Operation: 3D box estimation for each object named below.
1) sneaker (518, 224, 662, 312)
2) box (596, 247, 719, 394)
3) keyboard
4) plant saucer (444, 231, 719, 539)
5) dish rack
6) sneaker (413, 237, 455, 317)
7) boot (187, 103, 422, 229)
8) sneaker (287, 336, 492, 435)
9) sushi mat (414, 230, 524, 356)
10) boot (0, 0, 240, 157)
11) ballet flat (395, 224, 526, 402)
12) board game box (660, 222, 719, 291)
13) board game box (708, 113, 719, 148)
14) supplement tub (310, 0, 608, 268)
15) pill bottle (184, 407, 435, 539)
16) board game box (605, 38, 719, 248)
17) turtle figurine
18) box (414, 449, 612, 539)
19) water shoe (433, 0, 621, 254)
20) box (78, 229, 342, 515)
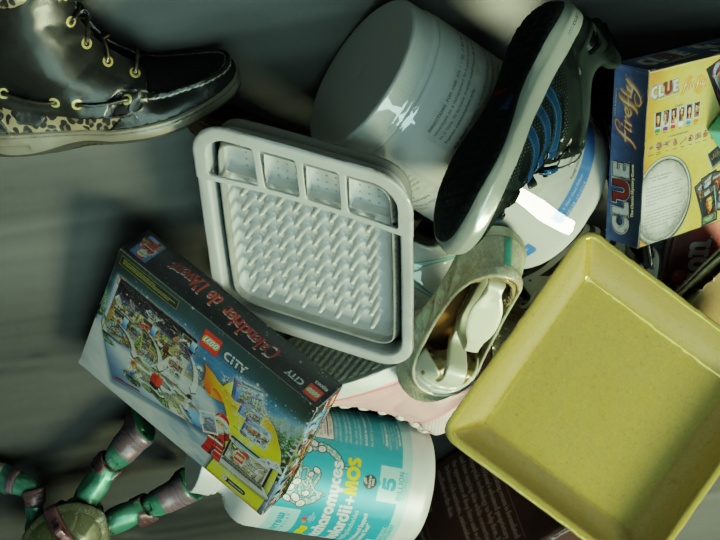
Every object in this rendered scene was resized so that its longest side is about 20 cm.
[{"bbox_3d":[0.155,0.047,1.409,0.115,0.076,0.201,24,104,-13],"label":"sneaker"},{"bbox_3d":[0.289,0.093,1.441,0.163,0.021,0.200,-44,135,-4],"label":"box"},{"bbox_3d":[0.209,-0.107,1.310,0.039,0.104,0.201,-17,122,-4],"label":"keyboard"},{"bbox_3d":[0.197,0.105,1.337,0.199,0.048,0.201,36,87,-2],"label":"plant saucer"},{"bbox_3d":[-0.033,-0.027,1.240,0.171,0.044,0.201,16,138,17],"label":"dish rack"},{"bbox_3d":[0.000,0.000,1.357,0.199,0.070,0.081,-3,106,2],"label":"sneaker"},{"bbox_3d":[-0.056,-0.061,1.285,0.199,0.074,0.076,31,111,-7],"label":"boot"},{"bbox_3d":[0.019,0.100,1.414,0.199,0.076,0.105,-12,131,4],"label":"sneaker"},{"bbox_3d":[0.092,0.035,1.430,0.199,0.012,0.096,22,116,-22],"label":"sushi mat"},{"bbox_3d":[-0.196,-0.170,1.215,0.198,0.073,0.151,-10,123,2],"label":"boot"},{"bbox_3d":[0.073,0.049,1.283,0.067,0.063,0.201,9,134,-12],"label":"ballet flat"},{"bbox_3d":[0.303,0.034,1.465,0.102,0.019,0.201,0,122,-10],"label":"board game box"},{"bbox_3d":[0.369,-0.127,1.302,0.200,0.045,0.152,-52,122,-17],"label":"board game box"},{"bbox_3d":[0.077,-0.100,1.272,0.199,0.132,0.132,31,112,-26],"label":"supplement tub"},{"bbox_3d":[-0.045,0.168,1.430,0.199,0.111,0.111,11,119,-17],"label":"pill bottle"},{"bbox_3d":[0.268,-0.106,1.287,0.199,0.035,0.136,-16,115,-39],"label":"board game box"},{"bbox_3d":[-0.243,0.215,1.435,0.199,0.101,0.150,-35,122,5],"label":"turtle figurine"},{"bbox_3d":[0.152,0.249,1.484,0.199,0.166,0.164,-33,121,11],"label":"box"},{"bbox_3d":[0.123,-0.091,1.182,0.079,0.071,0.201,31,80,-24],"label":"water shoe"},{"bbox_3d":[-0.121,0.081,1.319,0.200,0.038,0.137,38,131,12],"label":"box"}]
